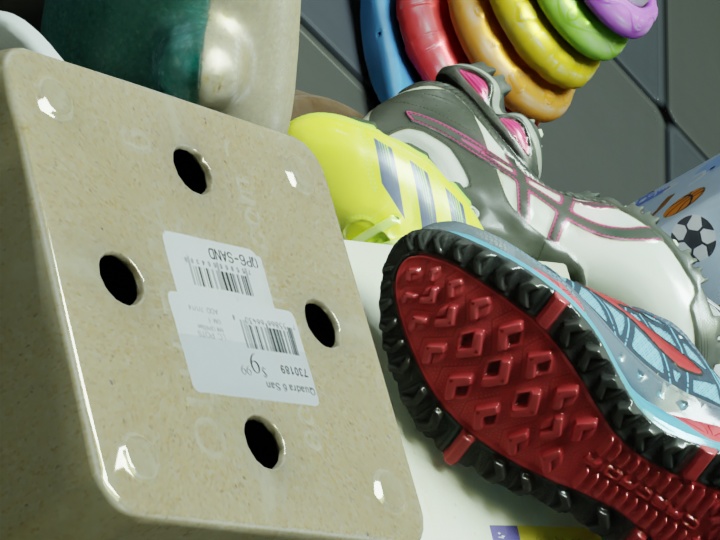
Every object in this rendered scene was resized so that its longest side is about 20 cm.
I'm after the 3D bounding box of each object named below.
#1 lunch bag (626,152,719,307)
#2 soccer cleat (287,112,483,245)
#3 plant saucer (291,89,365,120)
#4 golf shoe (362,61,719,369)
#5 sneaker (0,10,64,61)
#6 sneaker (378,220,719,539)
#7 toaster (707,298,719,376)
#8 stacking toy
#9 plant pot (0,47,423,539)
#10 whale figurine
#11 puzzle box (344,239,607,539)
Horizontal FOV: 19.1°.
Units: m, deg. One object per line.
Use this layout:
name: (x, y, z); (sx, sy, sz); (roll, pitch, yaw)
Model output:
lunch bag: (0.229, 0.035, 1.147); (0.200, 0.170, 0.124); (53, 32, -8)
soccer cleat: (0.029, 0.021, 0.903); (0.200, 0.065, 0.084); (53, 34, -11)
plant saucer: (0.000, 0.000, 0.970); (0.200, 0.029, 0.201); (38, 35, -33)
golf shoe: (0.074, -0.007, 0.964); (0.088, 0.077, 0.200); (-24, 58, -40)
sneaker: (-0.087, -0.012, 0.813); (0.201, 0.071, 0.099); (62, 27, -7)
sneaker: (0.087, 0.049, 0.824); (0.200, 0.079, 0.096); (40, 22, -11)
toaster: (0.159, 0.095, 1.047); (0.200, 0.114, 0.129); (40, 31, -24)
stacking toy: (0.106, -0.140, 1.081); (0.110, 0.200, 0.116); (27, 42, -43)
plant pot: (-0.101, 0.046, 0.627); (0.199, 0.177, 0.201); (15, 51, -51)
whale figurine: (-0.073, -0.125, 0.828); (0.103, 0.200, 0.160); (4, 50, -2)
puzzle box: (0.049, 0.086, 0.823); (0.133, 0.025, 0.201); (7, 60, -38)
